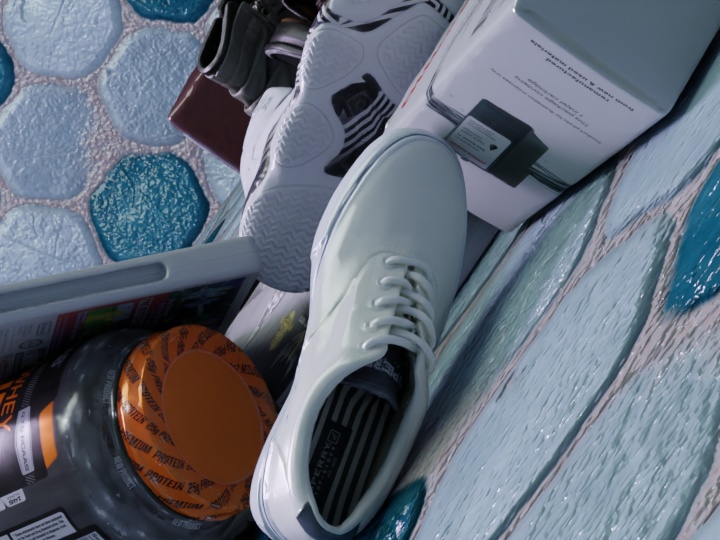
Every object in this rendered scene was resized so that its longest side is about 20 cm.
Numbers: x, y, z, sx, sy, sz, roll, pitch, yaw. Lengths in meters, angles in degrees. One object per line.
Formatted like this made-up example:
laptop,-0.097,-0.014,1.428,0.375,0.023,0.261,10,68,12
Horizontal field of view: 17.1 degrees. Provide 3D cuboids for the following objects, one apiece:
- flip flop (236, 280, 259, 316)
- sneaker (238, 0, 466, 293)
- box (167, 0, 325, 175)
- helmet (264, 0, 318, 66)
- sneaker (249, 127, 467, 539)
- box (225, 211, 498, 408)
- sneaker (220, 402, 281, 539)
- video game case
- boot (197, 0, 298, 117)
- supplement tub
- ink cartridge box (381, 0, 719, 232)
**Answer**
flip flop,-0.033,-0.026,1.612,0.200,0.081,0.058,-52,13,-3
sneaker,-0.010,-0.093,1.250,0.200,0.075,0.115,-64,14,12
box,-0.009,-0.154,1.687,0.200,0.164,0.166,-54,8,14
helmet,0.038,-0.197,1.448,0.190,0.200,0.200,-1,50,48
sneaker,0.011,0.032,1.068,0.071,0.073,0.201,-5,68,65
box,0.000,0.000,1.296,0.159,0.048,0.200,-55,14,1
sneaker,-0.102,0.127,1.356,0.200,0.088,0.076,-59,5,-32
video game case,-0.154,0.034,1.244,0.182,0.023,0.200,-12,-14,-15
boot,-0.056,-0.095,1.515,0.068,0.131,0.200,-28,37,38
supplement tub,-0.143,0.104,1.224,0.200,0.123,0.123,-25,25,36
ink cartridge box,0.100,-0.117,1.093,0.147,0.083,0.200,-58,7,-20
